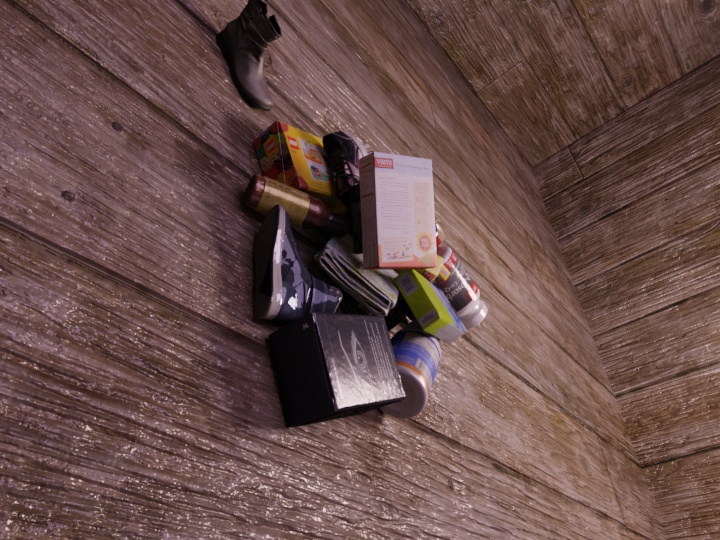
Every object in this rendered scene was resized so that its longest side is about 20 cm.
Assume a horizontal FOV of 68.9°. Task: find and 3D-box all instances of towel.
[{"bbox_3d":[0.000,0.000,1.014,0.171,0.048,0.200,40,17,-3],"label":"towel"}]

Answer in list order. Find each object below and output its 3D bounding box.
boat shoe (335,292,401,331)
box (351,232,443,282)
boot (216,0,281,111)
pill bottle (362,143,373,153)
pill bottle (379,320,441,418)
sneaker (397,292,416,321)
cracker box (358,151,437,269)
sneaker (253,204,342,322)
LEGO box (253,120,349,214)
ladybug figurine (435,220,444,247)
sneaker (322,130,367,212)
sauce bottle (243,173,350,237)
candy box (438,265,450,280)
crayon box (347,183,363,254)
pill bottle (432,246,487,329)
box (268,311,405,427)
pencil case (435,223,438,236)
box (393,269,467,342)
[{"bbox_3d":[0.031,0.080,1.058,0.200,0.060,0.073,16,50,-52],"label":"boat shoe"},{"bbox_3d":[0.073,-0.039,1.121,0.198,0.075,0.051,28,62,-4],"label":"box"},{"bbox_3d":[-0.208,-0.443,1.068,0.202,0.130,0.067,62,30,3],"label":"boot"},{"bbox_3d":[0.020,-0.177,1.210,0.202,0.115,0.116,59,29,-3],"label":"pill bottle"},{"bbox_3d":[0.096,0.181,1.022,0.113,0.111,0.200,54,29,-10],"label":"pill bottle"},{"bbox_3d":[0.114,0.037,1.189,0.082,0.074,0.202,-34,96,-28],"label":"sneaker"},{"bbox_3d":[0.068,-0.104,0.953,0.132,0.057,0.204,0,86,-32],"label":"cracker box"},{"bbox_3d":[-0.104,-0.001,0.886,0.145,0.076,0.206,18,59,-36],"label":"sneaker"},{"bbox_3d":[-0.105,-0.197,1.069,0.199,0.077,0.151,6,59,-55],"label":"LEGO box"},{"bbox_3d":[0.129,-0.111,1.330,0.199,0.135,0.073,35,75,-19],"label":"ladybug figurine"},{"bbox_3d":[-0.020,-0.184,1.039,0.086,0.080,0.202,-29,86,-50],"label":"sneaker"},{"bbox_3d":[-0.111,-0.109,0.949,0.197,0.066,0.067,21,45,-26],"label":"sauce bottle"},{"bbox_3d":[0.128,-0.044,1.246,0.102,0.027,0.200,40,-1,-30],"label":"candy box"},{"bbox_3d":[0.073,-0.103,1.028,0.197,0.051,0.128,-5,89,-38],"label":"crayon box"},{"bbox_3d":[0.236,0.048,1.353,0.201,0.115,0.116,52,30,-15],"label":"pill bottle"},{"bbox_3d":[-0.033,0.155,0.841,0.199,0.103,0.150,12,58,-53],"label":"box"},{"bbox_3d":[0.083,-0.139,1.125,0.200,0.077,0.087,48,34,-17],"label":"pencil case"},{"bbox_3d":[0.146,0.075,1.059,0.123,0.047,0.199,61,14,27],"label":"box"}]
